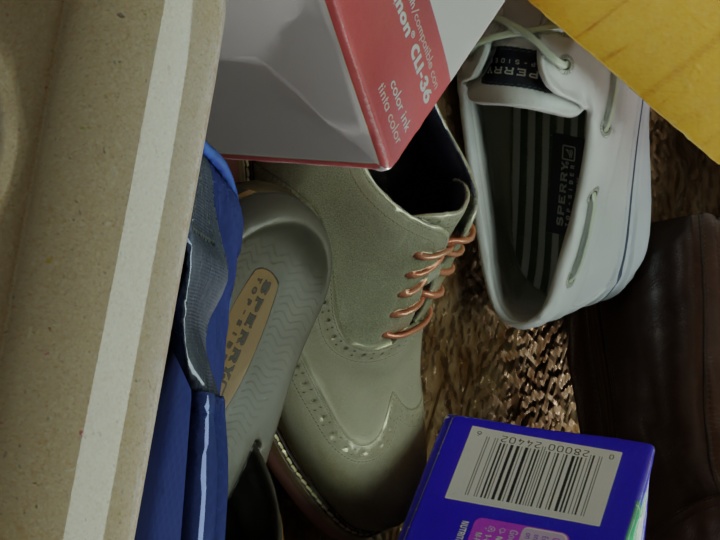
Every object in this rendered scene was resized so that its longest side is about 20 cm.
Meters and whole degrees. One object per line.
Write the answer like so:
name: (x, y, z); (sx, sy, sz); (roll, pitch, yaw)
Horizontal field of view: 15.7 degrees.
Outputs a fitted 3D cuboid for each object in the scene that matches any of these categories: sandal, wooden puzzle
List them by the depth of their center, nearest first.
wooden puzzle: (-0.135, 0.013, 0.497); (0.046, 0.199, 0.186); (57, 42, -80)
sandal: (-0.046, 0.074, 0.752); (0.082, 0.054, 0.201); (33, 78, -55)

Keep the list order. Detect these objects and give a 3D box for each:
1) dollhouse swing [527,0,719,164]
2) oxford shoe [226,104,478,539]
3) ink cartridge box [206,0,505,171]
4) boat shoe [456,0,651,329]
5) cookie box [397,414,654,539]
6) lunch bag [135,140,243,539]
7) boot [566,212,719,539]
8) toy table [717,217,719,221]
dollhouse swing: (0.157, -0.169, 0.879); (0.200, 0.182, 0.176); (38, 47, -17)
oxford shoe: (0.000, 0.000, 0.816); (0.071, 0.074, 0.201); (-46, 132, -47)
ink cartridge box: (-0.006, -0.117, 0.749); (0.200, 0.116, 0.068); (-56, 139, -38)
boat shoe: (0.069, -0.074, 0.923); (0.067, 0.073, 0.201); (-36, 124, -50)
cookie box: (0.040, 0.178, 0.840); (0.171, 0.075, 0.201); (-65, 160, -52)
lunch bag: (-0.096, 0.052, 0.575); (0.136, 0.132, 0.201); (35, 63, -76)
boot: (0.097, 0.095, 0.999); (0.064, 0.186, 0.201); (10, 53, -28)
toy table: (0.191, 0.059, 1.108); (0.200, 0.117, 0.184); (-64, 143, -30)
